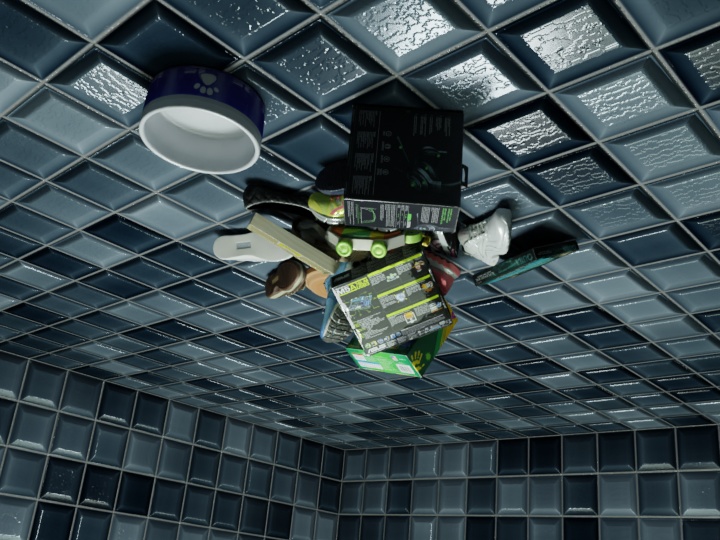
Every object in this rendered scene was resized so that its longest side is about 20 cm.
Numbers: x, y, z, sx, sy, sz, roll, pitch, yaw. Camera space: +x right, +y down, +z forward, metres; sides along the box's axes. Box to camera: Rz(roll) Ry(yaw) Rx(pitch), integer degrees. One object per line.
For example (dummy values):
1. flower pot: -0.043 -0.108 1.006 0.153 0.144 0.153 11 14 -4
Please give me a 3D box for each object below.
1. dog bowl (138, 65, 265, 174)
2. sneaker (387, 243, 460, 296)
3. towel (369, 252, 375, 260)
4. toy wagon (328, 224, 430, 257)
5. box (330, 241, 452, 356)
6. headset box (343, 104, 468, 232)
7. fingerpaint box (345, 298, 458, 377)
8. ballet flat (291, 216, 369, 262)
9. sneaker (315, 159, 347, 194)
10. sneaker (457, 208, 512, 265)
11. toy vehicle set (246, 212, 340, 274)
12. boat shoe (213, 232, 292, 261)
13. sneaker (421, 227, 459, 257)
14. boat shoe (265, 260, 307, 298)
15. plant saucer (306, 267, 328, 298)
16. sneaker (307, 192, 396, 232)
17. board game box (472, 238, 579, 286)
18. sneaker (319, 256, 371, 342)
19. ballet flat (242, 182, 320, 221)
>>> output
1. dog bowl: -0.257 -0.242 1.268 0.196 0.080 0.201 6 157 2
2. sneaker: 0.105 -0.010 1.593 0.198 0.088 0.074 27 -179 4
3. towel: 0.000 0.000 1.680 0.199 0.030 0.147 41 142 7
4. toy wagon: 0.040 -0.076 1.511 0.196 0.156 0.040 3 118 14
5. box: 0.065 0.061 1.557 0.197 0.048 0.195 -22 119 9
6. headset box: 0.077 -0.164 1.248 0.196 0.177 0.093 3 157 3
7. fingerpaint box: 0.088 0.138 1.700 0.198 0.168 0.074 1 135 49
8. ballet flat: -0.070 -0.068 1.597 0.197 0.071 0.066 14 154 35
9. sneaker: 0.014 -0.160 1.404 0.197 0.071 0.082 -5 151 28
10. sneaker: 0.248 -0.067 1.565 0.097 0.079 0.201 10 156 -1
11. toy vehicle set: -0.140 -0.052 1.591 0.198 0.027 0.124 31 174 -11
12. boat shoe: -0.231 -0.049 1.744 0.196 0.074 0.068 -8 176 15
13. sneaker: 0.145 -0.078 1.561 0.085 0.082 0.201 3 155 18
14. boat shoe: -0.166 0.021 1.897 0.074 0.076 0.201 3 168 -28
15. plant saucer: -0.046 0.036 1.938 0.196 0.033 0.201 4 157 2
16. sneaker: -0.010 -0.138 1.483 0.196 0.078 0.092 9 126 19
17. board game box: 0.349 -0.016 1.649 0.133 0.029 0.199 -12 170 -33
18. sneaker: -0.040 0.054 1.628 0.078 0.203 0.089 25 172 -41
19. ballet flat: -0.141 -0.123 1.549 0.197 0.058 0.066 14 157 -18
